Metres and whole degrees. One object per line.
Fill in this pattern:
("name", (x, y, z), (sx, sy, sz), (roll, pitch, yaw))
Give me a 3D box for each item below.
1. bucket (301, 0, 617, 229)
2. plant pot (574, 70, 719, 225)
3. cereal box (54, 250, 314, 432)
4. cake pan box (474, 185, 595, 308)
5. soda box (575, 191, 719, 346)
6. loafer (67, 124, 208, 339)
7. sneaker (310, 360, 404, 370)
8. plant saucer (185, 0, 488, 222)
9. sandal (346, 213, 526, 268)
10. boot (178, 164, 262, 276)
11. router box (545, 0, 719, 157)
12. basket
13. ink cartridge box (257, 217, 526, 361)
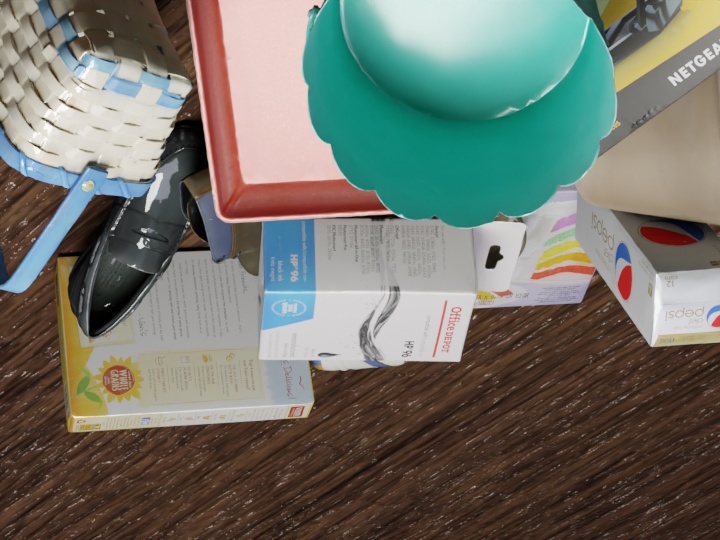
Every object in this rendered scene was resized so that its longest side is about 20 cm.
("bucket", (0.065, -0.144, 1.479), (0.207, 0.135, 0.207), (2, 120, 4))
("plant pot", (0.246, -0.114, 1.674), (0.173, 0.200, 0.200), (-6, 154, 25))
("cereal box", (-0.144, 0.055, 1.855), (0.200, 0.144, 0.040), (-2, 155, -13))
("cake pan box", (0.106, -0.034, 1.879), (0.200, 0.052, 0.184), (-2, 147, -13))
("soda box", (0.223, -0.014, 1.724), (0.068, 0.200, 0.064), (-4, 115, -11))
("loafer", (-0.166, -0.027, 1.760), (0.068, 0.070, 0.201), (19, 127, -26))
("sneaker", (0.000, 0.000, 1.826), (0.088, 0.075, 0.200), (2, 137, 8))
("plant saucer", (-0.013, -0.133, 1.589), (0.200, 0.037, 0.200), (-3, 119, 5))
("sandal", (0.053, -0.046, 1.746), (0.200, 0.054, 0.080), (26, 109, -30))
("boot", (-0.100, -0.042, 1.744), (0.097, 0.075, 0.200), (-26, 156, -22))
("router box", (0.158, -0.173, 1.565), (0.157, 0.052, 0.200), (49, 128, -5))
("basket", (-0.209, -0.106, 1.533), (0.139, 0.176, 0.200), (16, 130, -44))
("ink cartridge box", (0.023, 0.016, 1.728), (0.200, 0.068, 0.116), (0, 152, -4))
